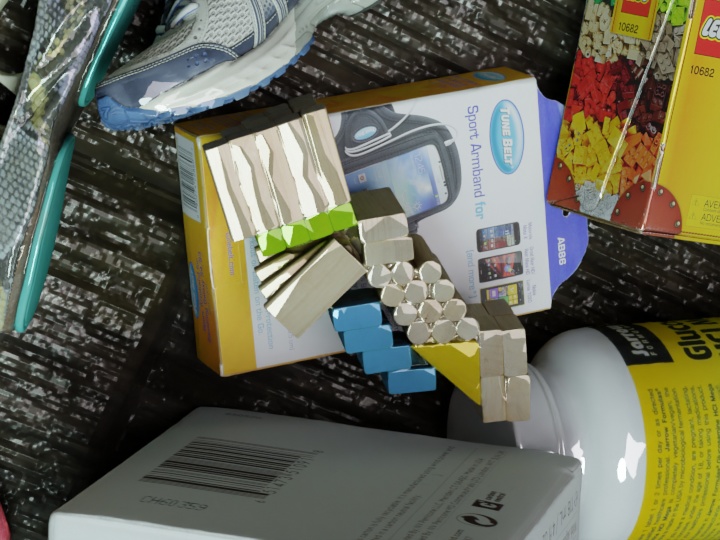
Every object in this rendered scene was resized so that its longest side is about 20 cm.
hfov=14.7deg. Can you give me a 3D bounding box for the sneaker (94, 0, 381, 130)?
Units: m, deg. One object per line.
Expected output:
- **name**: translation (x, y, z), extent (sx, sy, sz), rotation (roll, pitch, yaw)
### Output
- **sneaker**: translation (-0.056, -0.132, 1.266), extent (0.200, 0.077, 0.085), rotation (-39, 106, -35)

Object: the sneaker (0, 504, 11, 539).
- **sneaker**: translation (-0.207, 0.082, 1.256), extent (0.074, 0.087, 0.200), rotation (-25, 112, -15)

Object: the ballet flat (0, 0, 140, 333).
- **ballet flat**: translation (-0.150, -0.073, 1.261), extent (0.072, 0.072, 0.200), rotation (17, 96, -26)

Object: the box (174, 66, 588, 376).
- **box**: translation (0.013, -0.027, 1.350), extent (0.200, 0.041, 0.119), rotation (-11, 107, -23)

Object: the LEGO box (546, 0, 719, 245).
- **LEGO box**: translation (0.204, -0.086, 1.375), extent (0.200, 0.077, 0.149), rotation (7, 97, -34)

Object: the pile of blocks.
- **pile of blocks**: translation (0.000, 0.000, 1.301), extent (0.082, 0.062, 0.200), rotation (-41, 108, 5)

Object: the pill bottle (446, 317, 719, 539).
- **pill bottle**: translation (0.150, 0.081, 1.394), extent (0.200, 0.112, 0.112), rotation (-4, 105, -23)

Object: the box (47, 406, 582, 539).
- **box**: translation (-0.017, 0.156, 1.253), extent (0.200, 0.199, 0.131), rotation (7, 103, 14)
